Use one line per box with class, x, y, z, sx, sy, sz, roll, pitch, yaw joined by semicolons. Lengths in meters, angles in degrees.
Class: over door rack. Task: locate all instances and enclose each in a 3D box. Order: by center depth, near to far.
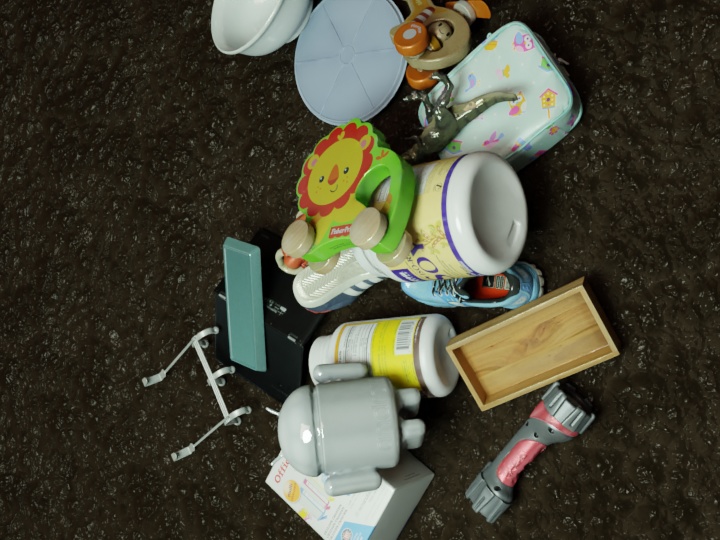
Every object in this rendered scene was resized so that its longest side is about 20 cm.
over door rack;-0.257;0.195;1.399;0.199;0.066;0.150;-37;73;39

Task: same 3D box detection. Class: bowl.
bowl;-0.133;-0.404;1.311;0.199;0.089;0.205;-22;60;43

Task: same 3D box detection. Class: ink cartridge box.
ink cartridge box;-0.025;0.281;1.218;0.199;0.125;0.130;35;106;26

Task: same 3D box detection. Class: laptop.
laptop;-0.126;0.075;1.354;0.185;0.116;0.201;27;73;28

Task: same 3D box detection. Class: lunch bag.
lunch bag;0.181;-0.215;1.139;0.199;0.077;0.162;-38;69;25

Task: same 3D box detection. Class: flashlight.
flashlight;0.214;0.235;1.111;0.068;0.068;0.201;39;107;14

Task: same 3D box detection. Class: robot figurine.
robot figurine;-0.019;0.196;1.101;0.196;0.114;0.172;-7;58;-4

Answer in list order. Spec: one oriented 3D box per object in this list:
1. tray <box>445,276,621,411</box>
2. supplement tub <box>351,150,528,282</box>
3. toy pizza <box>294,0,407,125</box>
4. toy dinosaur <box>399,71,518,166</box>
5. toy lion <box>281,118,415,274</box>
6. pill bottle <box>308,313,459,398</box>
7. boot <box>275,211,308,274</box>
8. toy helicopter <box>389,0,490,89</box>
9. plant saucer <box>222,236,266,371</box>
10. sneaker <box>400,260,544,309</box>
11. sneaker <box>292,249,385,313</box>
tray;0.218;0.096;1.112;0.198;0.037;0.100;-28;98;26
supplement tub;0.093;-0.061;1.091;0.198;0.144;0.149;-7;85;45
toy pizza;-0.012;-0.313;1.285;0.197;0.032;0.205;-1;89;32
toy dinosaur;0.103;-0.201;1.116;0.199;0.047;0.089;-33;89;35
toy lion;-0.010;-0.099;1.071;0.198;0.068;0.195;-5;63;46
pill bottle;0.030;0.122;1.200;0.197;0.109;0.112;-7;85;31
boot;-0.061;-0.049;1.214;0.075;0.200;0.108;37;69;-9
toy helicopter;0.097;-0.349;1.184;0.130;0.079;0.202;-23;52;7
plant saucer;-0.173;0.054;1.296;0.069;0.019;0.204;17;118;34
sneaker;0.136;0.010;1.151;0.197;0.089;0.080;0;88;32
sneaker;0.000;0.000;1.244;0.197;0.085;0.076;-23;67;-1
